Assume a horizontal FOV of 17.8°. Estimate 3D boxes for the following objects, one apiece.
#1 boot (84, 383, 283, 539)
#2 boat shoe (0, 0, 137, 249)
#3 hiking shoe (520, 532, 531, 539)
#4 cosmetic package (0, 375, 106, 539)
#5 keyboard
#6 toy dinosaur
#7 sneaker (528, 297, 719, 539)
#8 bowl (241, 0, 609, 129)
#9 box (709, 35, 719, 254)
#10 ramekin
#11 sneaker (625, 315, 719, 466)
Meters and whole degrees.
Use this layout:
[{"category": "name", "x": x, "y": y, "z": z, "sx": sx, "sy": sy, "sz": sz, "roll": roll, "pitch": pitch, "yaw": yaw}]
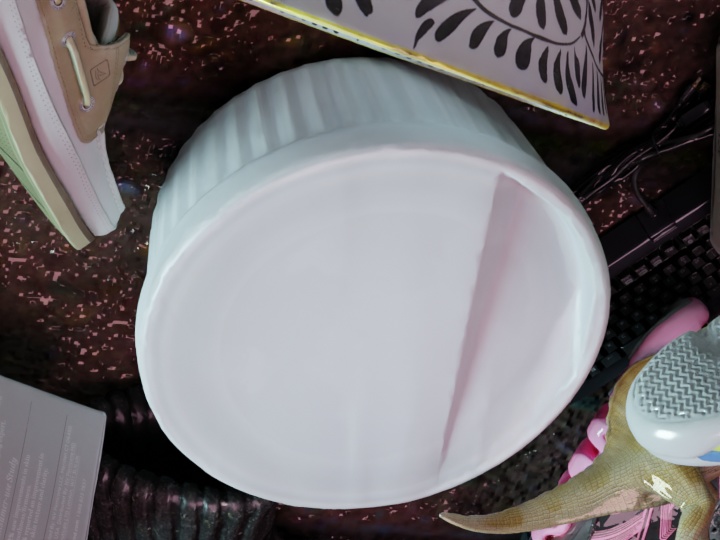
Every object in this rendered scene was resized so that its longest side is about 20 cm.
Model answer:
[{"category": "boot", "x": -0.044, "y": 0.134, "z": 1.096, "sx": 0.209, "sy": 0.080, "sz": 0.159, "roll": 3, "pitch": 128, "yaw": -15}, {"category": "boat shoe", "x": -0.122, "y": -0.082, "z": 0.895, "sx": 0.068, "sy": 0.075, "sz": 0.200, "roll": -36, "pitch": 149, "yaw": -11}, {"category": "hiking shoe", "x": 0.171, "y": 0.133, "z": 1.152, "sx": 0.199, "sy": 0.075, "sz": 0.087, "roll": -29, "pitch": 129, "yaw": 10}, {"category": "cosmetic package", "x": -0.221, "y": 0.078, "z": 0.981, "sx": 0.199, "sy": 0.091, "sz": 0.107, "roll": 19, "pitch": 153, "yaw": -29}, {"category": "keyboard", "x": 0.141, "y": -0.016, "z": 1.057, "sx": 0.199, "sy": 0.021, "sz": 0.127, "roll": -35, "pitch": 129, "yaw": 14}, {"category": "toy dinosaur", "x": 0.139, "y": 0.089, "z": 1.011, "sx": 0.199, "sy": 0.101, "sz": 0.058, "roll": -33, "pitch": 169, "yaw": -5}, {"category": "sneaker", "x": 0.134, "y": 0.116, "z": 1.070, "sx": 0.095, "sy": 0.079, "sz": 0.201, "roll": 31, "pitch": 109, "yaw": 6}, {"category": "bowl", "x": 0.013, "y": -0.129, "z": 0.848, "sx": 0.200, "sy": 0.201, "sz": 0.095, "roll": 18, "pitch": 96, "yaw": -26}, {"category": "box", "x": 0.263, "y": -0.044, "z": 0.976, "sx": 0.198, "sy": 0.128, "sz": 0.110, "roll": -11, "pitch": 122, "yaw": -12}, {"category": "ramekin", "x": 0.000, "y": 0.000, "z": 0.986, "sx": 0.201, "sy": 0.095, "sz": 0.204, "roll": -7, "pitch": 130, "yaw": -8}, {"category": "sneaker", "x": 0.200, "y": 0.061, "z": 0.896, "sx": 0.198, "sy": 0.076, "sz": 0.106, "roll": -15, "pitch": 124, "yaw": -10}]
